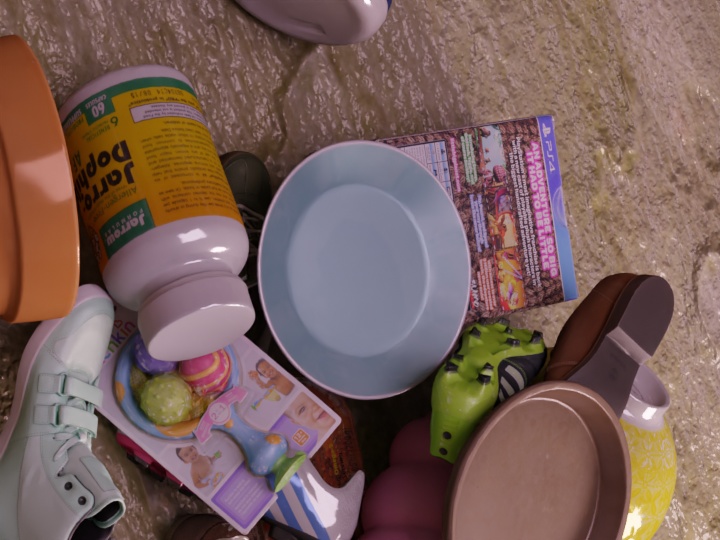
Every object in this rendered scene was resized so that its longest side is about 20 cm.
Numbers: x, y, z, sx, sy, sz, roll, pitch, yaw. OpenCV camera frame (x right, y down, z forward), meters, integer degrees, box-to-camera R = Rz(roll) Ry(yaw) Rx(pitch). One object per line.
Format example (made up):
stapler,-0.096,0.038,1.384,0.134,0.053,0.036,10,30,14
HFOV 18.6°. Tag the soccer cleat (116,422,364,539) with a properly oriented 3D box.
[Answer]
soccer cleat,-0.089,0.147,1.690,0.199,0.070,0.087,28,80,-8

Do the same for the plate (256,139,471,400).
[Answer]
plate,0.000,0.000,1.709,0.199,0.025,0.202,3,85,-33

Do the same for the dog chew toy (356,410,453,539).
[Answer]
dog chew toy,0.051,0.209,1.751,0.124,0.124,0.202,27,61,-33

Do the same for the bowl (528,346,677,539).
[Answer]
bowl,0.198,0.127,1.850,0.199,0.201,0.108,20,119,-35

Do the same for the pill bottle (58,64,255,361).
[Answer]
pill bottle,-0.147,-0.040,1.615,0.112,0.113,0.201,-2,61,-37

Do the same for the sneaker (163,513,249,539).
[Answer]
sneaker,-0.122,0.288,1.677,0.070,0.075,0.202,5,83,-37

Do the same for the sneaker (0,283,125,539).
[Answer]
sneaker,-0.196,0.118,1.577,0.074,0.118,0.202,21,91,-58

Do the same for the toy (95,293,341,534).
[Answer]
toy,-0.124,0.087,1.634,0.200,0.047,0.115,40,77,5

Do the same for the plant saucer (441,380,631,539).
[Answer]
plant saucer,0.134,0.182,1.696,0.199,0.029,0.202,-10,105,-39

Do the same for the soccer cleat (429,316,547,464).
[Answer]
soccer cleat,0.096,0.093,1.749,0.200,0.067,0.082,-33,141,-65

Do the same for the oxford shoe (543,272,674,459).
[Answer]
oxford shoe,0.176,0.087,1.774,0.201,0.071,0.071,-53,126,-19

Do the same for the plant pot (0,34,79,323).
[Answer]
plant pot,-0.288,-0.053,1.515,0.139,0.200,0.202,-12,94,-22

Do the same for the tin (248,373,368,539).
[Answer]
tin,-0.047,0.183,1.768,0.111,0.042,0.202,-17,98,-41

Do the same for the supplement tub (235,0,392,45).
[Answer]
supplement tub,-0.017,-0.299,1.761,0.144,0.144,0.201,34,67,-31

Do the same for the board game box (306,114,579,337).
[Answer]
board game box,0.071,-0.037,1.838,0.199,0.096,0.161,-10,93,-38

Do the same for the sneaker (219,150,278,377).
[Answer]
sneaker,-0.088,0.002,1.716,0.067,0.090,0.202,19,75,-34
